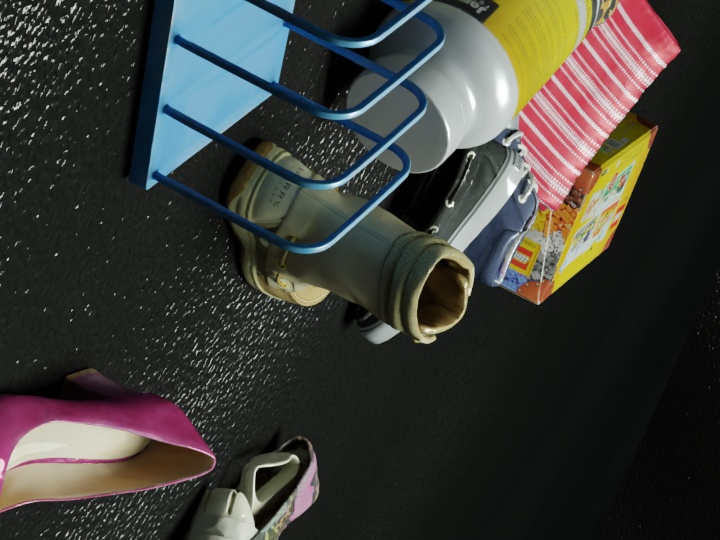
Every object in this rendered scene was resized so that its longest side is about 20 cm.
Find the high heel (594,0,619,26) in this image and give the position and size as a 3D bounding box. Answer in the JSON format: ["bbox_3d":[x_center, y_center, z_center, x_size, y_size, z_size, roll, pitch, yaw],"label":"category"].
[{"bbox_3d":[0.189,-0.271,1.547,0.200,0.071,0.143,-12,135,-57],"label":"high heel"}]

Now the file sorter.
[{"bbox_3d":[-0.028,-0.130,1.053,0.139,0.123,0.200,-43,155,-46],"label":"file sorter"}]

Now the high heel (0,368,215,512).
[{"bbox_3d":[-0.164,0.113,1.080,0.200,0.096,0.067,-22,137,-65],"label":"high heel"}]

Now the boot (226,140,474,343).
[{"bbox_3d":[0.000,0.000,1.280,0.073,0.155,0.200,-57,163,-16],"label":"boot"}]

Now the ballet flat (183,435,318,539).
[{"bbox_3d":[-0.089,0.187,1.492,0.200,0.069,0.071,-44,138,-55],"label":"ballet flat"}]

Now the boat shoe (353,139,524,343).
[{"bbox_3d":[0.051,-0.030,1.553,0.200,0.057,0.069,-52,-159,18],"label":"boat shoe"}]

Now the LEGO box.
[{"bbox_3d":[0.205,-0.073,1.905,0.200,0.077,0.149,-33,147,-59],"label":"LEGO box"}]

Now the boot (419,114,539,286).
[{"bbox_3d":[0.118,-0.090,1.599,0.200,0.090,0.073,-66,163,15],"label":"boot"}]

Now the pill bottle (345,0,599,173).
[{"bbox_3d":[0.076,-0.155,1.335,0.200,0.112,0.112,-48,159,-39],"label":"pill bottle"}]

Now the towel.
[{"bbox_3d":[0.200,-0.160,1.728,0.200,0.022,0.145,-52,140,-4],"label":"towel"}]
